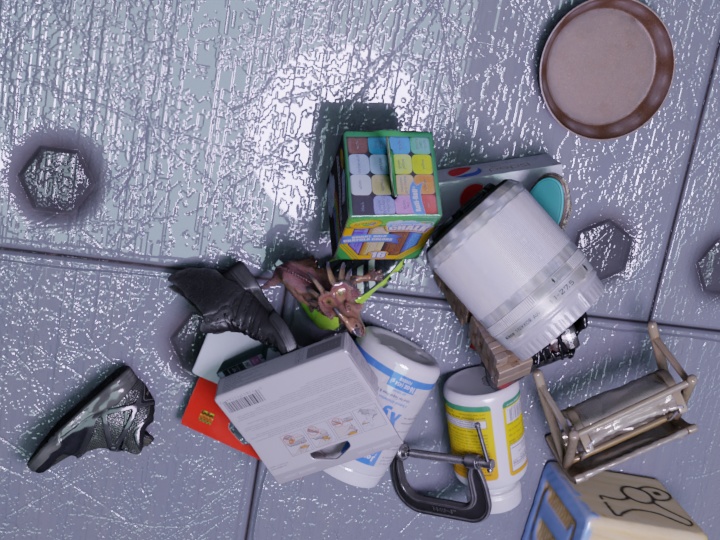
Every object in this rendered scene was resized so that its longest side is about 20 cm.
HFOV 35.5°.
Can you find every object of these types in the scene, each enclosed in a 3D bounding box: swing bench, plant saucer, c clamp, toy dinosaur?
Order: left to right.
[{"bbox_3d":[-0.059,0.020,1.499,0.199,0.135,0.086,17,93,24],"label":"toy dinosaur"},{"bbox_3d":[0.120,0.294,1.657,0.027,0.200,0.171,-37,114,-46],"label":"c clamp"},{"bbox_3d":[0.341,-0.283,1.575,0.199,0.034,0.201,-3,108,-9],"label":"plant saucer"},{"bbox_3d":[0.377,0.209,1.649,0.198,0.130,0.200,-24,138,-3],"label":"swing bench"}]

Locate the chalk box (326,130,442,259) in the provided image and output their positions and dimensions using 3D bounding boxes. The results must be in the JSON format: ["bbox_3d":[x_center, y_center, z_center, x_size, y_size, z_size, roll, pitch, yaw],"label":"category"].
[{"bbox_3d":[0.032,-0.105,1.469,0.123,0.200,0.125,-1,71,-11],"label":"chalk box"}]

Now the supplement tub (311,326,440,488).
[{"bbox_3d":[0.015,0.194,1.611,0.132,0.132,0.200,24,101,-17],"label":"supplement tub"}]

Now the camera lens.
[{"bbox_3d":[0.196,-0.005,1.456,0.160,0.160,0.200,-42,87,4],"label":"camera lens"}]

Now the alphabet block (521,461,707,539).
[{"bbox_3d":[0.377,0.430,1.721,0.199,0.195,0.197,12,106,-13],"label":"alphabet block"}]

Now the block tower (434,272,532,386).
[{"bbox_3d":[0.170,0.061,1.568,0.058,0.200,0.054,-20,146,-15],"label":"block tower"}]

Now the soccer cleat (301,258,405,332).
[{"bbox_3d":[0.000,0.000,1.586,0.200,0.068,0.081,-43,94,3],"label":"soccer cleat"}]

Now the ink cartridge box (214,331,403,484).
[{"bbox_3d":[-0.066,0.188,1.511,0.199,0.045,0.176,-21,121,17],"label":"ink cartridge box"}]

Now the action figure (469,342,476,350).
[{"bbox_3d":[0.213,0.023,1.631,0.052,0.065,0.201,21,106,28],"label":"action figure"}]

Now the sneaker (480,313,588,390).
[{"bbox_3d":[0.254,0.104,1.603,0.200,0.098,0.071,-37,118,-34],"label":"sneaker"}]

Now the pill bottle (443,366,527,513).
[{"bbox_3d":[0.189,0.254,1.672,0.112,0.113,0.201,-12,109,-7],"label":"pill bottle"}]

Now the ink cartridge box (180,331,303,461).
[{"bbox_3d":[-0.142,0.176,1.571,0.199,0.044,0.174,23,93,9],"label":"ink cartridge box"}]

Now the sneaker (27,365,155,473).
[{"bbox_3d":[-0.368,0.237,1.581,0.199,0.076,0.114,-40,103,-3],"label":"sneaker"}]

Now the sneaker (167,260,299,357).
[{"bbox_3d":[-0.171,0.064,1.529,0.104,0.060,0.200,-32,69,-11],"label":"sneaker"}]

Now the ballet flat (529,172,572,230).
[{"bbox_3d":[0.252,-0.051,1.551,0.075,0.068,0.201,-21,133,-46],"label":"ballet flat"}]

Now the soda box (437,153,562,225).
[{"bbox_3d":[0.180,-0.114,1.579,0.199,0.068,0.064,-10,110,-8],"label":"soda box"}]
